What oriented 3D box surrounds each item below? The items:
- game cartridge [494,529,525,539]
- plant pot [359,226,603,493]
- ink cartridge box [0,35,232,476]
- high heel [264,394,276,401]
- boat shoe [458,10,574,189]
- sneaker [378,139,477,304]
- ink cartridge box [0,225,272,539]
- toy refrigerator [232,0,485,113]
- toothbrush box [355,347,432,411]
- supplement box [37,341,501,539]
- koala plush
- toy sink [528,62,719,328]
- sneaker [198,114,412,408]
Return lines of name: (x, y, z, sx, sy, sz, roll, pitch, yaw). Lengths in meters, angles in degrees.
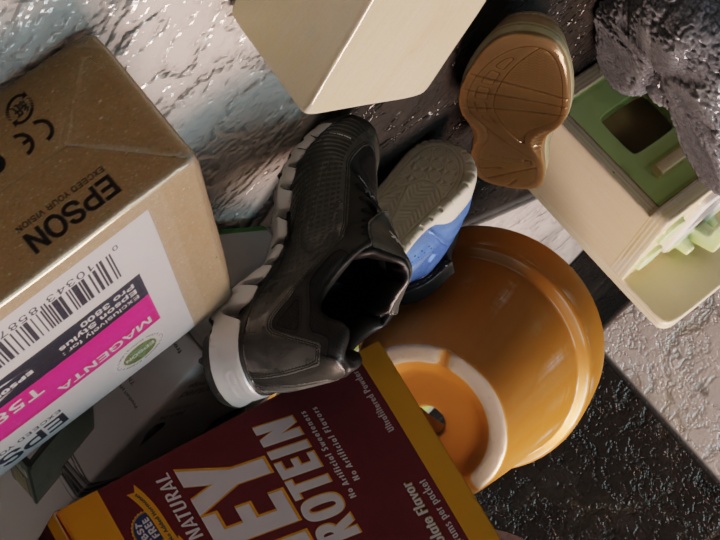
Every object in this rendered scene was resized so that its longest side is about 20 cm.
game cartridge: (0.020, 0.241, 0.885, 0.041, 0.199, 0.134, -31, 131, -69)
plant pot: (0.076, 0.085, 0.930, 0.200, 0.200, 0.183, -48, 176, 27)
ink cartridge box: (-0.156, 0.019, 0.493, 0.200, 0.075, 0.165, -39, 165, -12)
high heel: (-0.087, 0.102, 0.910, 0.200, 0.071, 0.143, -51, 159, 2)
boat shoe: (0.108, -0.122, 0.791, 0.200, 0.072, 0.065, 75, 29, -69)
sneaker: (0.001, 0.001, 0.832, 0.200, 0.077, 0.111, -42, 158, -23)
ink cartridge box: (-0.129, 0.072, 0.697, 0.200, 0.084, 0.146, -47, 164, 24)
toy refrigerator: (0.028, -0.158, 0.459, 0.076, 0.070, 0.200, -18, 153, -42)
toothbrush box: (0.020, 0.122, 1.224, 0.200, 0.086, 0.146, -38, 165, -14)
supplement box: (-0.066, 0.168, 0.655, 0.197, 0.133, 0.200, -26, 168, -31)
koala plush: (0.287, -0.189, 0.838, 0.200, 0.178, 0.184, -37, 155, 1)
toy sink: (0.245, -0.076, 0.988, 0.130, 0.200, 0.112, -34, 164, -22)
sneaker: (-0.008, -0.011, 0.624, 0.067, 0.090, 0.200, 63, 35, -37)
